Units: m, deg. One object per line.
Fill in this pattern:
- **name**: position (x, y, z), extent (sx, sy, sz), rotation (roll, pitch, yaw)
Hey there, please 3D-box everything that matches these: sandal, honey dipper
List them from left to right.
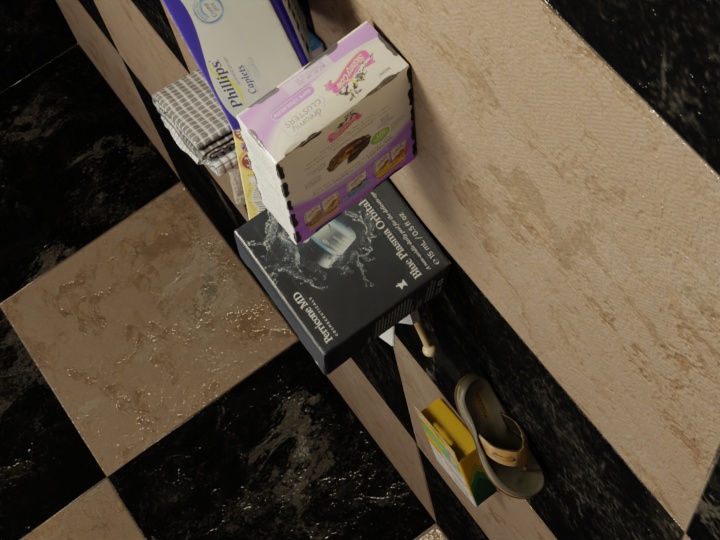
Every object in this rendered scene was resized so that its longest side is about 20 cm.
- **honey dipper**: position (0.074, 0.060, 1.881), extent (0.038, 0.038, 0.201), rotation (45, 165, 46)
- **sandal**: position (0.199, 0.230, 1.792), extent (0.054, 0.081, 0.201), rotation (-11, 108, 56)

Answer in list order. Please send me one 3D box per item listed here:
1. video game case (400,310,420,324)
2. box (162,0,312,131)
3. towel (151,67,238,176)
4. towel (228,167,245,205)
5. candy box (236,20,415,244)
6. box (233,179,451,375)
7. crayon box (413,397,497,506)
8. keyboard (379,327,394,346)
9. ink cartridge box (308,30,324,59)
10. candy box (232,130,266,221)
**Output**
- **video game case**: position (0.000, 0.000, 1.833), extent (0.199, 0.018, 0.144), rotation (5, 116, 54)
- **box**: position (-0.130, -0.284, 1.353), extent (0.201, 0.104, 0.185), rotation (-101, -14, -52)
- **towel**: position (-0.191, -0.232, 1.844), extent (0.200, 0.165, 0.086), rotation (44, 160, 50)
- **towel**: position (-0.132, -0.147, 1.929), extent (0.200, 0.131, 0.035), rotation (89, 168, -75)
- **candy box**: position (-0.030, -0.137, 1.339), extent (0.072, 0.167, 0.200), rotation (49, 169, 20)
- **box**: position (-0.022, -0.013, 1.629), extent (0.197, 0.199, 0.118), rotation (53, 170, 12)
- **crayon box**: position (0.165, 0.307, 2.234), extent (0.126, 0.051, 0.201), rotation (48, 169, 38)
- **keyboard**: position (0.028, 0.012, 1.778), extent (0.056, 0.011, 0.201), rotation (29, 135, 36)
- **ink cartridge box**: position (-0.133, -0.270, 1.564), extent (0.200, 0.115, 0.068), rotation (49, 169, 37)
- **candy box**: position (-0.127, -0.178, 1.711), extent (0.117, 0.056, 0.202), rotation (-65, -34, -69)
